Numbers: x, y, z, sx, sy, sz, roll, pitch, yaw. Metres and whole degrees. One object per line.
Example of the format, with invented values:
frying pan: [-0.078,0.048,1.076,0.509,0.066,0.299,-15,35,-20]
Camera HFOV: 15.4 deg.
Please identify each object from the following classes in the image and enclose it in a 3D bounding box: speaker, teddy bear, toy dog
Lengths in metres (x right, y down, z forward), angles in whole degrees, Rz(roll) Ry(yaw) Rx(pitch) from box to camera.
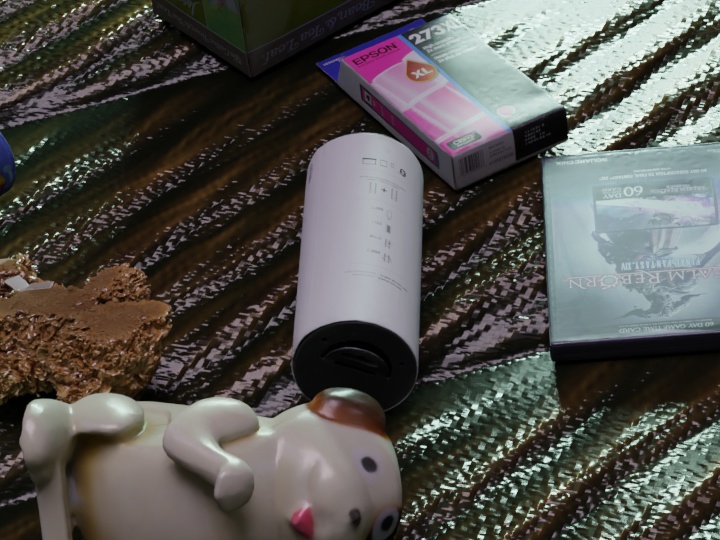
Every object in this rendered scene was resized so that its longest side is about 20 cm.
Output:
speaker: [0.000,0.000,1.711,0.081,0.081,0.200,-4,39,5]
teddy bear: [-0.201,0.045,1.718,0.200,0.067,0.145,6,31,27]
toy dog: [-0.074,0.135,1.536,0.200,0.140,0.194,-3,2,9]

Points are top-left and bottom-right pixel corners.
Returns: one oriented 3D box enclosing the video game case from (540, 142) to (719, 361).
video game case: [0.192,-0.015,1.745,0.143,0.019,0.200,-4,38,5]

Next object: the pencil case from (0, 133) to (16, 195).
pencil case: [-0.333,-0.048,1.833,0.200,0.078,0.087,-35,74,-30]

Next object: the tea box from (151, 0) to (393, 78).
tea box: [-0.054,-0.285,1.985,0.200,0.197,0.134,-30,44,-26]

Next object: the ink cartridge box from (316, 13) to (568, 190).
ink cartridge box: [0.055,-0.131,1.905,0.095,0.037,0.200,-25,39,-20]
